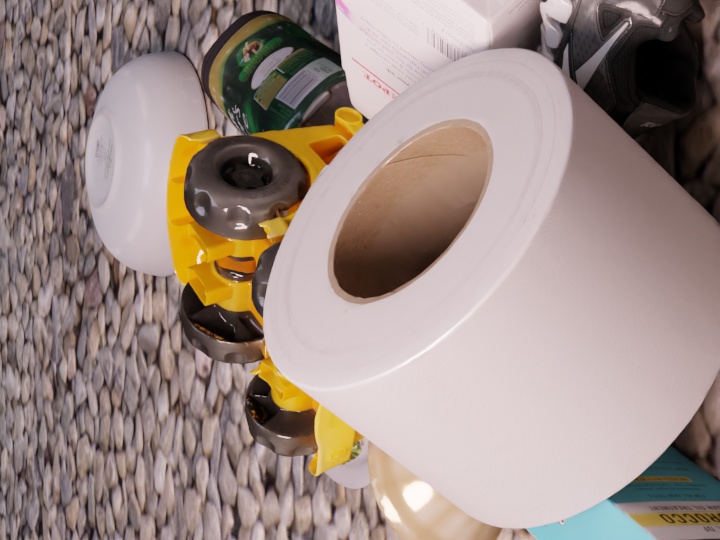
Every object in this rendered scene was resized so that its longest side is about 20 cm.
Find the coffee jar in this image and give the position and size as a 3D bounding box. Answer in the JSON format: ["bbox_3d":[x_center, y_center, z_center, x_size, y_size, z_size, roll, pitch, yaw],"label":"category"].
[{"bbox_3d":[-0.036,-0.109,1.338,0.085,0.104,0.200,-46,30,0],"label":"coffee jar"}]

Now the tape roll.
[{"bbox_3d":[0.069,0.009,0.983,0.203,0.139,0.203,-33,35,27],"label":"tape roll"}]

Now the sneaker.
[{"bbox_3d":[0.131,-0.093,1.035,0.090,0.066,0.200,40,149,20],"label":"sneaker"}]

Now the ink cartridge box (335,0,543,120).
[{"bbox_3d":[0.049,-0.134,1.098,0.117,0.067,0.200,39,161,19],"label":"ink cartridge box"}]

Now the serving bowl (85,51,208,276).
[{"bbox_3d":[-0.198,-0.095,1.726,0.200,0.066,0.200,-178,90,-65],"label":"serving bowl"}]

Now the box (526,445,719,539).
[{"bbox_3d":[0.161,0.143,0.944,0.200,0.082,0.049,39,122,58],"label":"box"}]

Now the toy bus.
[{"bbox_3d":[0.000,0.000,1.168,0.200,0.192,0.136,54,150,38],"label":"toy bus"}]

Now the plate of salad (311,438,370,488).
[{"bbox_3d":[-0.031,0.052,1.335,0.200,0.048,0.200,37,132,57],"label":"plate of salad"}]

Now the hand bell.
[{"bbox_3d":[0.103,0.084,1.092,0.200,0.104,0.104,-34,58,45],"label":"hand bell"}]
